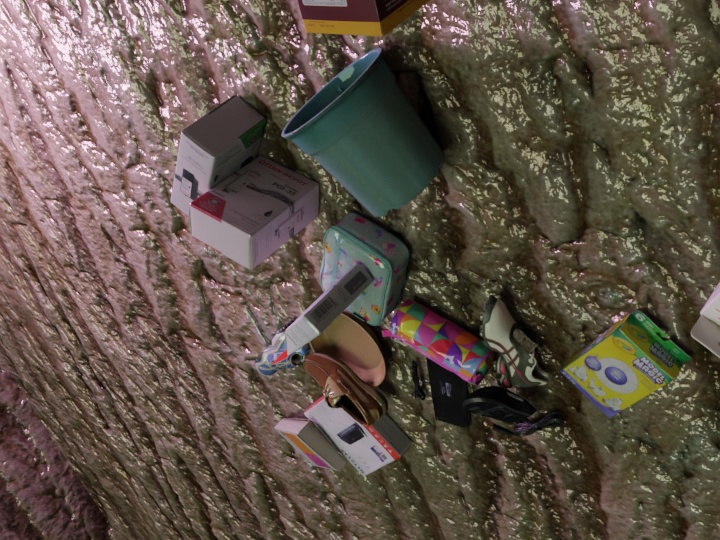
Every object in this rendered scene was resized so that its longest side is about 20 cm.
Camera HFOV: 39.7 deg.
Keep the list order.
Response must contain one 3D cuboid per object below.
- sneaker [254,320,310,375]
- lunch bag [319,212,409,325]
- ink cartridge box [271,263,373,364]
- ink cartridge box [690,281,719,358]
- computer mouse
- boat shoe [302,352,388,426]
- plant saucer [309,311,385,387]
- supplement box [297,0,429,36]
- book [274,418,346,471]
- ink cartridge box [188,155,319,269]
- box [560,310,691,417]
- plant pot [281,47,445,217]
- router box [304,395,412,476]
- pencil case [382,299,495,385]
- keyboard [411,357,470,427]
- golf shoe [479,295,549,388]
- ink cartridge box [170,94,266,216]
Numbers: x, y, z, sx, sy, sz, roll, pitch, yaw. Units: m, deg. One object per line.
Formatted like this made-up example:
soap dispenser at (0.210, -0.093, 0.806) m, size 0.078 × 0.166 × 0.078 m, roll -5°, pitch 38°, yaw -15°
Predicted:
sneaker at (-0.170, 0.187, 2.163) m, size 0.077 × 0.076 × 0.200 m, roll 46°, pitch 145°, yaw 7°
lunch bag at (0.000, 0.000, 1.821) m, size 0.160 × 0.077 × 0.200 m, roll 32°, pitch 141°, yaw 18°
ink cartridge box at (-0.081, 0.079, 1.776) m, size 0.047 × 0.160 × 0.200 m, roll 49°, pitch 144°, yaw -5°
ink cartridge box at (0.512, 0.040, 1.259) m, size 0.117 × 0.200 × 0.067 m, roll 38°, pitch 143°, yaw 10°
computer mouse at (0.252, 0.248, 1.787) m, size 0.199 × 0.046 × 0.140 m, roll 18°, pitch 152°, yaw -23°
boat shoe at (-0.039, 0.244, 2.032) m, size 0.200 × 0.074 × 0.076 m, roll 33°, pitch 142°, yaw 17°
plant saucer at (-0.022, 0.150, 2.019) m, size 0.200 × 0.035 × 0.201 m, roll 26°, pitch 139°, yaw 25°
supplement box at (0.010, -0.441, 1.296) m, size 0.133 × 0.197 × 0.200 m, roll 13°, pitch 133°, yaw 36°
book at (-0.118, 0.404, 2.301) m, size 0.134 × 0.048 × 0.200 m, roll 48°, pitch 160°, yaw -11°
ink cartridge box at (-0.189, -0.110, 1.801) m, size 0.146 × 0.200 × 0.083 m, roll 27°, pitch 136°, yaw 23°
box at (0.420, 0.149, 1.582) m, size 0.117 × 0.048 × 0.200 m, roll 43°, pitch 142°, yaw 3°
plant pot at (0.015, -0.201, 1.538) m, size 0.196 × 0.200 × 0.200 m, roll 49°, pitch 144°, yaw -17°
router box at (-0.007, 0.343, 2.175) m, size 0.200 × 0.049 × 0.179 m, roll 46°, pitch 143°, yaw 0°
pencil case at (0.144, 0.131, 1.802) m, size 0.200 × 0.088 × 0.089 m, roll 27°, pitch 140°, yaw 22°
keyboard at (0.151, 0.219, 1.931) m, size 0.127 × 0.021 × 0.200 m, roll 13°, pitch 132°, yaw 28°
golf shoe at (0.262, 0.120, 1.694) m, size 0.088 × 0.077 × 0.200 m, roll 4°, pitch 136°, yaw 33°
ink cartridge box at (-0.263, -0.201, 1.833) m, size 0.083 × 0.147 × 0.200 m, roll 38°, pitch 144°, yaw 10°
